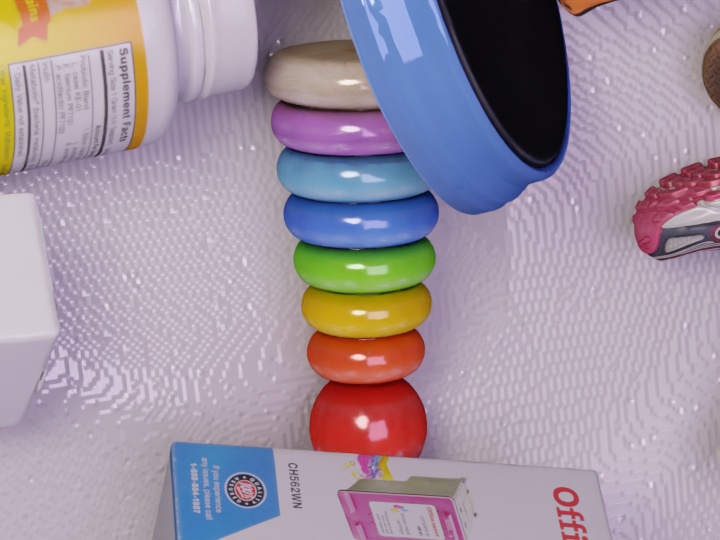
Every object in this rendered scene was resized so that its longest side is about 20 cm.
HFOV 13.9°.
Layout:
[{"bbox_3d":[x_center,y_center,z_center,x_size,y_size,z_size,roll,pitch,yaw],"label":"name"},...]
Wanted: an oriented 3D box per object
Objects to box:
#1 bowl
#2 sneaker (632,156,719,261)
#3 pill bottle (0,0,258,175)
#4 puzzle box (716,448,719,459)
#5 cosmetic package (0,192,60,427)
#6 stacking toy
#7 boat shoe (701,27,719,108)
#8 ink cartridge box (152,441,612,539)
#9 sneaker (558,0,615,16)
[{"bbox_3d":[0.040,-0.125,1.262,0.039,0.201,0.201,-16,105,20],"label":"bowl"},{"bbox_3d":[0.224,-0.016,1.398,0.200,0.081,0.075,-1,99,-20],"label":"sneaker"},{"bbox_3d":[-0.149,-0.096,1.238,0.200,0.109,0.109,-12,101,-18],"label":"pill bottle"},{"bbox_3d":[0.286,0.077,1.422,0.200,0.025,0.133,24,111,-29],"label":"puzzle box"},{"bbox_3d":[-0.234,0.024,1.220,0.200,0.102,0.074,-5,66,-21],"label":"cosmetic package"},{"bbox_3d":[0.000,0.000,1.323,0.085,0.085,0.200,-5,103,-19],"label":"stacking toy"},{"bbox_3d":[0.260,-0.099,1.410,0.200,0.076,0.072,7,131,-4],"label":"boat shoe"},{"bbox_3d":[0.013,0.155,1.285,0.200,0.145,0.085,5,128,-12],"label":"ink cartridge box"},{"bbox_3d":[0.169,-0.174,1.327,0.200,0.070,0.090,-19,146,-15],"label":"sneaker"}]
